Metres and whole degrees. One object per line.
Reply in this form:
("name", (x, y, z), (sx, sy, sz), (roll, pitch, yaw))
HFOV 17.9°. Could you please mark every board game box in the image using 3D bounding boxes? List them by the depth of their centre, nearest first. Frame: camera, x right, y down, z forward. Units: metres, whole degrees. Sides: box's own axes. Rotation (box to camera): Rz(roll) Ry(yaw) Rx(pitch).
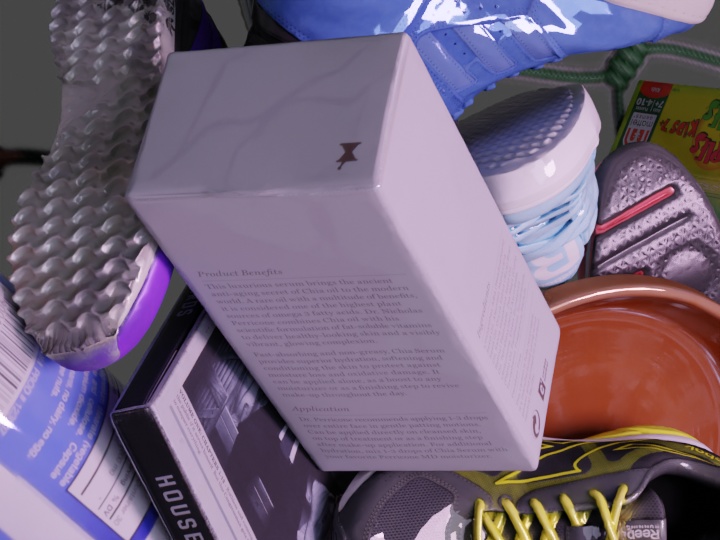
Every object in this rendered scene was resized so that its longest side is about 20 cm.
("board game box", (0.230, -0.030, 1.149), (0.199, 0.101, 0.048), (27, 82, -34))

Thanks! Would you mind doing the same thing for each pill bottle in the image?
("pill bottle", (-0.135, 0.084, 0.912), (0.200, 0.112, 0.112), (46, 72, -31))

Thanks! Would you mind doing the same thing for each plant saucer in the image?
("plant saucer", (0.103, 0.095, 1.048), (0.199, 0.032, 0.201), (-8, 115, -18))

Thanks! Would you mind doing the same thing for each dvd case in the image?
("dvd case", (-0.035, 0.063, 0.962), (0.151, 0.025, 0.200), (66, 27, -24))

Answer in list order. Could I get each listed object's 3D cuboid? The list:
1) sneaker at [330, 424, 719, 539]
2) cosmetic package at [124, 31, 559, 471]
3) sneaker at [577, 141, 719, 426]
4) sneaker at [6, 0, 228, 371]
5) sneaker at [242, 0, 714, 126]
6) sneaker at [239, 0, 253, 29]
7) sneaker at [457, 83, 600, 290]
("sneaker", (0.084, 0.101, 0.967), (0.199, 0.085, 0.075), (-8, 96, -25))
("cosmetic package", (0.000, 0.000, 0.884), (0.200, 0.101, 0.072), (59, 36, -50))
("sneaker", (0.131, 0.026, 1.099), (0.073, 0.087, 0.201), (-22, 119, -14))
("sneaker", (-0.079, -0.035, 0.917), (0.100, 0.069, 0.201), (48, 36, -44))
("sneaker", (0.044, -0.092, 0.924), (0.199, 0.077, 0.112), (3, 121, -31))
("sneaker", (-0.008, -0.148, 0.949), (0.070, 0.108, 0.201), (-21, 108, -21))
("sneaker", (0.079, -0.031, 0.987), (0.074, 0.200, 0.082), (-27, 97, 6))
